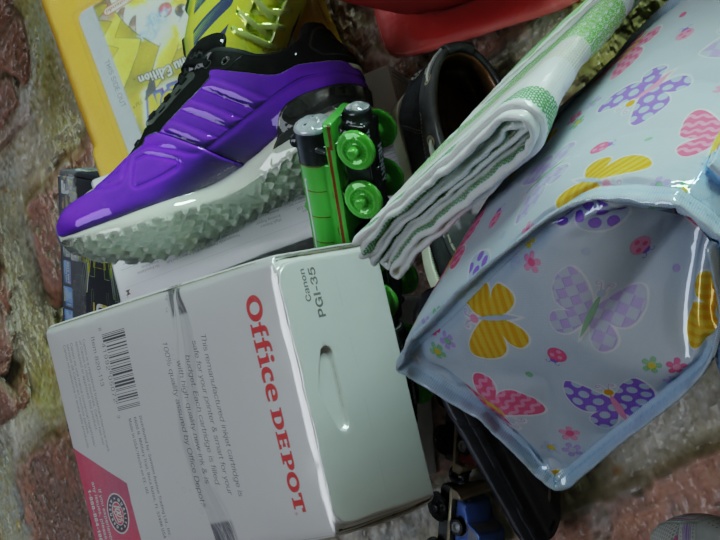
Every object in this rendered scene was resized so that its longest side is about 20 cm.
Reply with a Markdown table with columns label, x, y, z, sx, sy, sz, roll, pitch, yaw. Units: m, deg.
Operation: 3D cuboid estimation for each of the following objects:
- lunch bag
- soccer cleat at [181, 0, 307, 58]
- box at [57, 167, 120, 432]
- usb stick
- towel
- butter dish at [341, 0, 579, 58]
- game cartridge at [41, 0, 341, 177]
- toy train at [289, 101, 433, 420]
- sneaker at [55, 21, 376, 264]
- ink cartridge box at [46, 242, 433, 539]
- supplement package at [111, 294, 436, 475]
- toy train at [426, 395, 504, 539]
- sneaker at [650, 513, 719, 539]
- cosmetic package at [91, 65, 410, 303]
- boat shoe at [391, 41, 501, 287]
| label | x | y | z | sx | sy | sz | roll | pitch | yaw |
| --- | --- | --- | --- | --- | --- | --- | --- | --- | --- |
| lunch bag | 0.130 | -0.021 | 0.888 | 0.127 | 0.170 | 0.200 | 36 | 139 | -4 |
| soccer cleat | -0.051 | -0.179 | 1.191 | 0.083 | 0.064 | 0.202 | 5 | 77 | 52 |
| box | -0.161 | 0.030 | 1.442 | 0.161 | 0.049 | 0.202 | 14 | 106 | 57 |
| usb stick | 0.067 | 0.077 | 1.025 | 0.200 | 0.032 | 0.056 | 61 | -163 | -52 |
| towel | 0.088 | -0.087 | 0.954 | 0.031 | 0.200 | 0.149 | 46 | 140 | -4 |
| butter dish | 0.012 | -0.223 | 1.065 | 0.199 | 0.147 | 0.202 | -10 | 87 | 55 |
| game cartridge | -0.098 | -0.127 | 1.260 | 0.175 | 0.032 | 0.201 | -28 | 67 | 16 |
| toy train | 0.000 | 0.000 | 1.100 | 0.056 | 0.042 | 0.201 | 5 | 119 | 26 |
| sneaker | -0.087 | -0.078 | 1.140 | 0.199 | 0.070 | 0.100 | -24 | 72 | 8 |
| ink cartridge box | -0.068 | 0.078 | 1.091 | 0.199 | 0.082 | 0.148 | -16 | 86 | 44 |
| supplement package | -0.059 | 0.072 | 1.241 | 0.199 | 0.113 | 0.111 | 2 | 98 | 55 |
| toy train | 0.066 | 0.088 | 1.137 | 0.046 | 0.034 | 0.202 | 15 | 107 | 42 |
| sneaker | 0.163 | 0.205 | 0.977 | 0.088 | 0.081 | 0.202 | 33 | 113 | 50 |
| cosmetic package | -0.055 | -0.044 | 1.184 | 0.199 | 0.051 | 0.083 | -19 | 75 | 18 |
| boat shoe | 0.072 | -0.027 | 1.073 | 0.068 | 0.071 | 0.201 | -50 | 53 | 51 |
